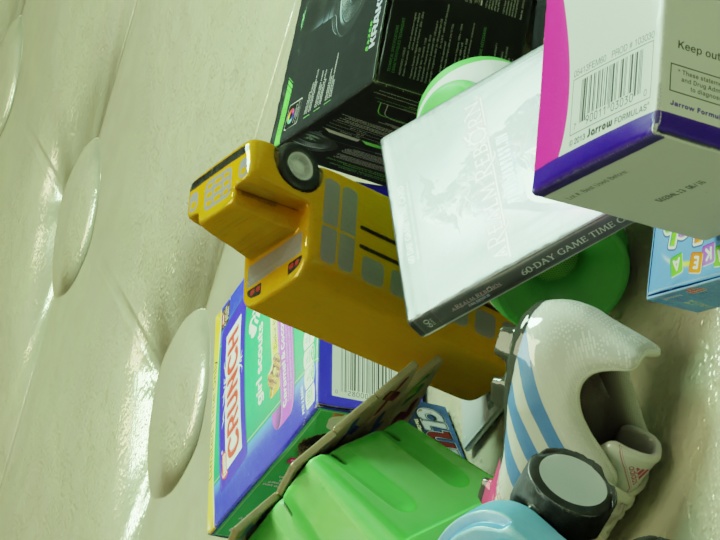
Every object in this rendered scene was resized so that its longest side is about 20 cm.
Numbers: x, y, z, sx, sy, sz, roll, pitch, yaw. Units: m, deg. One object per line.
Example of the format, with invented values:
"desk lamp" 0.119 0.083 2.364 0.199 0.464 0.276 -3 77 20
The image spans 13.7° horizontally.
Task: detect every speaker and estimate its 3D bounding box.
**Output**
"speaker" 0.086 -0.044 1.640 0.200 0.088 0.088 -112 38 -59

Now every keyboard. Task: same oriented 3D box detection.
"keyboard" 0.070 0.009 1.775 0.056 0.011 0.200 118 157 -51

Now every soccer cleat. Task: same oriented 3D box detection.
"soccer cleat" 0.106 0.112 1.510 0.070 0.086 0.200 -33 -47 -50

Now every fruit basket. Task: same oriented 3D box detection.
"fruit basket" 0.017 0.213 1.607 0.216 0.155 0.216 10 107 34

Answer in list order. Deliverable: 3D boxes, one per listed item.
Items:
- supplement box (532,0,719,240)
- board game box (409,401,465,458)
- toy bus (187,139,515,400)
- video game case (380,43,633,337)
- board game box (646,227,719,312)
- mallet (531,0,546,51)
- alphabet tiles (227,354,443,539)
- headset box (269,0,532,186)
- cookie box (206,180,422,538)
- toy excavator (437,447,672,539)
"supplement box" 0.150 -0.129 1.350 0.101 0.103 0.200 -26 55 57
"board game box" 0.015 0.195 1.770 0.136 0.035 0.200 -110 37 -58
"toy bus" 0.000 0.000 1.667 0.065 0.200 0.078 -32 45 44
"video game case" 0.103 -0.064 1.542 0.200 0.019 0.143 -29 41 19
"board game box" 0.197 -0.090 1.392 0.151 0.037 0.200 -18 61 59
"mallet" 0.121 -0.145 1.598 0.200 0.041 0.066 133 147 -87
"alphabet tiles" -0.027 0.125 1.674 0.166 0.006 0.200 -39 -13 -31
"headset box" 0.029 -0.160 1.856 0.200 0.093 0.174 154 131 -67
"cookie box" -0.031 0.062 1.928 0.200 0.075 0.171 127 149 -53
"toy excavator" 0.085 0.199 1.373 0.194 0.200 0.100 41 128 20
